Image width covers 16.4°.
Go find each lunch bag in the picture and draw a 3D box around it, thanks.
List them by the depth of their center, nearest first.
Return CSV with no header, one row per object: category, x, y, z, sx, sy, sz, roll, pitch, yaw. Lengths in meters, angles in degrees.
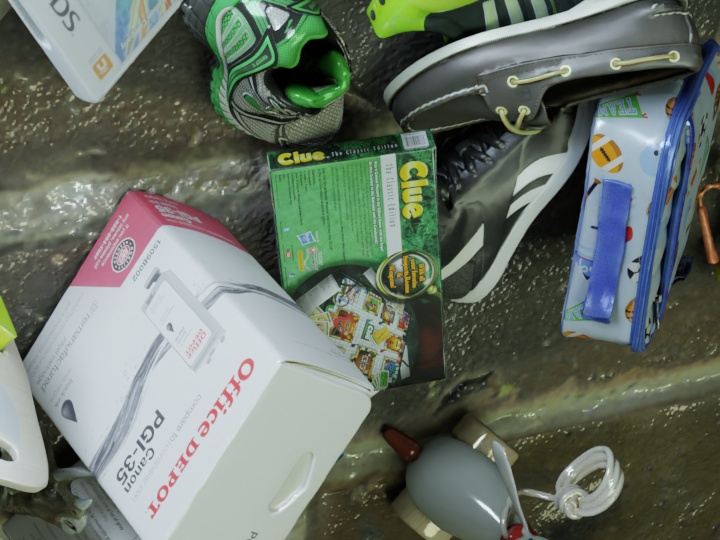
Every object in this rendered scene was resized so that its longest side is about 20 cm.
lunch bag,0.184,-0.048,1.645,0.160,0.075,0.200,-63,161,-52

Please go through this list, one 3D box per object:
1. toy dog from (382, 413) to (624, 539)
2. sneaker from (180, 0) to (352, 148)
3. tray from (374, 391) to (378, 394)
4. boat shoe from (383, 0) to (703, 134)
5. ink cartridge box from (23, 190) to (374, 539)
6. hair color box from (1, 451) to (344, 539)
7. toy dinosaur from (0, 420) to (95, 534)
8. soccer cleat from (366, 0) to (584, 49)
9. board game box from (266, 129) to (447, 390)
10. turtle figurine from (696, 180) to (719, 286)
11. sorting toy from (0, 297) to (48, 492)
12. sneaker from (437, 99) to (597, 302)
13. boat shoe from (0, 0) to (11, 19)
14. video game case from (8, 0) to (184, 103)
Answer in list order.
toy dog,0.075,0.156,1.718,0.096,0.200,0.132,35,73,-28
sneaker,-0.044,-0.112,1.465,0.078,0.085,0.200,-46,160,-4
tray,-0.085,0.093,1.656,0.200,0.022,0.107,-33,135,-11
boat shoe,0.112,-0.120,1.542,0.201,0.061,0.072,-20,163,16
ink cartridge box,-0.102,0.067,1.497,0.083,0.200,0.147,22,106,-43
hair color box,-0.119,0.140,1.580,0.200,0.100,0.061,-40,135,-3
toy dinosaur,-0.260,0.111,1.521,0.200,0.077,0.102,29,104,-11
soccer cleat,0.090,-0.173,1.561,0.200,0.068,0.081,0,145,-39
board game box,0.000,0.000,1.585,0.105,0.023,0.200,-6,132,-3
turtle figurine,0.311,-0.029,1.813,0.161,0.064,0.200,-42,127,-13
sorting toy,-0.259,0.064,1.391,0.200,0.180,0.107,-9,140,-31
sneaker,0.070,-0.069,1.608,0.112,0.073,0.200,9,116,-38
boat shoe,-0.267,-0.112,1.368,0.063,0.073,0.200,44,99,-3
video game case,-0.128,-0.221,1.351,0.200,0.022,0.182,-53,138,-19
